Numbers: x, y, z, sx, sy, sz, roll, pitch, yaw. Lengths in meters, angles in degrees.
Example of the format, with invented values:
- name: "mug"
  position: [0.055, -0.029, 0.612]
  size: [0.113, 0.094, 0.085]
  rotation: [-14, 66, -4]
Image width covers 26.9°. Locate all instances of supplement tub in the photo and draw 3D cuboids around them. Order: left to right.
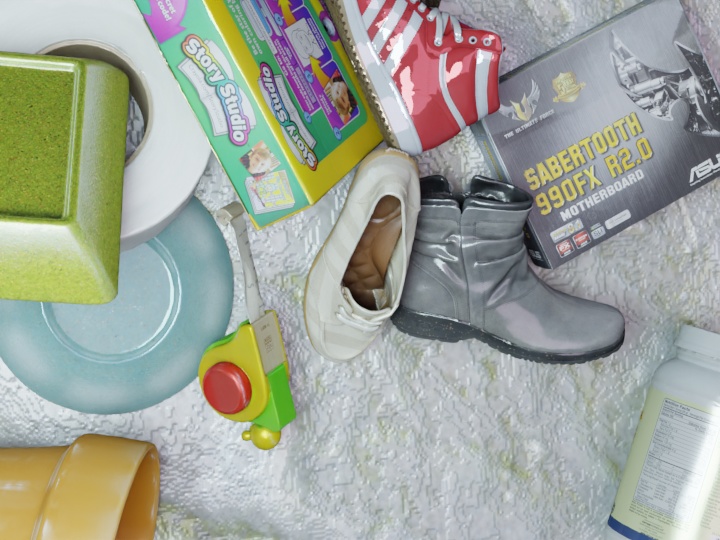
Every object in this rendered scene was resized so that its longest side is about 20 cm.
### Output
- name: "supplement tub"
  position: [0.296, 0.158, 1.248]
  size: [0.144, 0.145, 0.201]
  rotation: [17, 91, -14]

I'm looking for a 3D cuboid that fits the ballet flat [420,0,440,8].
- name: "ballet flat"
  position: [0.049, -0.243, 1.210]
  size: [0.067, 0.046, 0.201]
  rotation: [18, 86, -6]

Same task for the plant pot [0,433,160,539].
- name: "plant pot"
  position: [-0.260, 0.210, 1.112]
  size: [0.182, 0.200, 0.201]
  rotation: [10, 93, 2]

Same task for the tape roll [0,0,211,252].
- name: "tape roll"
  position: [-0.207, -0.112, 1.124]
  size: [0.201, 0.071, 0.204]
  rotation: [2, 81, -11]

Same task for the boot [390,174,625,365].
- name: "boot"
  position: [0.124, -0.002, 1.195]
  size: [0.199, 0.070, 0.132]
  rotation: [6, 118, -3]

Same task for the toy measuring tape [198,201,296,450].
- name: "toy measuring tape"
  position: [-0.101, 0.047, 1.181]
  size: [0.073, 0.074, 0.201]
  rotation: [-15, 104, -11]

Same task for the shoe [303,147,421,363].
- name: "shoe"
  position: [0.000, 0.000, 1.169]
  size: [0.069, 0.054, 0.201]
  rotation: [7, 126, -14]

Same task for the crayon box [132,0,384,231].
- name: "crayon box"
  position: [-0.071, -0.154, 1.122]
  size: [0.058, 0.173, 0.201]
  rotation: [-22, 102, 28]

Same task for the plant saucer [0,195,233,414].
- name: "plant saucer"
  position: [-0.195, 0.016, 1.175]
  size: [0.200, 0.039, 0.202]
  rotation: [-1, 95, -14]

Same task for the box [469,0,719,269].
- name: "box"
  position: [0.202, -0.117, 1.251]
  size: [0.199, 0.048, 0.159]
  rotation: [-28, 101, -10]

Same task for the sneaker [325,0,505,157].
- name: "sneaker"
  position: [0.040, -0.195, 1.147]
  size: [0.112, 0.071, 0.201]
  rotation: [-23, 101, -3]

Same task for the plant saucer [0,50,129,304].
- name: "plant saucer"
  position: [-0.257, -0.079, 1.010]
  size: [0.199, 0.048, 0.201]
  rotation: [4, 57, -10]
